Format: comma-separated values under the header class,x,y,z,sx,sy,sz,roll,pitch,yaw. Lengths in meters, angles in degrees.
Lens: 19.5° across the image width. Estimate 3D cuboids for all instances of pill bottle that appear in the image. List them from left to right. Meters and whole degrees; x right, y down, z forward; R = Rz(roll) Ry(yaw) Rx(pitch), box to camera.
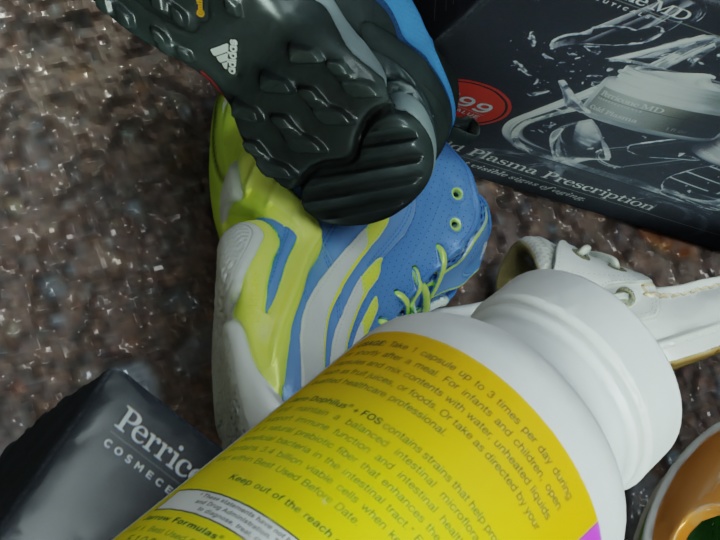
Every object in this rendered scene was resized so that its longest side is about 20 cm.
class,x,y,z,sx,sy,sz,roll,pitch,yaw
pill bottle,0.006,0.081,0.603,0.200,0.104,0.104,-38,92,-33

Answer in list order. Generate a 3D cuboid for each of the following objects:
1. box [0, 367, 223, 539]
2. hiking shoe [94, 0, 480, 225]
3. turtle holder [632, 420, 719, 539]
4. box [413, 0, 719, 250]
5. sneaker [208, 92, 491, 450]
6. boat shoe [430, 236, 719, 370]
class,x,y,z,sx,sy,sz,roll,pitch,yaw
box,-0.072,0.176,0.662,0.200,0.124,0.197,38,58,-10
hiking shoe,-0.041,-0.106,0.721,0.200,0.074,0.087,54,28,-7
turtle holder,0.166,0.136,0.797,0.132,0.186,0.141,-34,57,-31
box,0.117,-0.102,0.814,0.200,0.182,0.104,15,66,-20
sneaker,0.000,0.000,0.742,0.105,0.076,0.200,1,47,-7
boat shoe,0.079,0.018,0.818,0.200,0.071,0.069,-15,81,-28
